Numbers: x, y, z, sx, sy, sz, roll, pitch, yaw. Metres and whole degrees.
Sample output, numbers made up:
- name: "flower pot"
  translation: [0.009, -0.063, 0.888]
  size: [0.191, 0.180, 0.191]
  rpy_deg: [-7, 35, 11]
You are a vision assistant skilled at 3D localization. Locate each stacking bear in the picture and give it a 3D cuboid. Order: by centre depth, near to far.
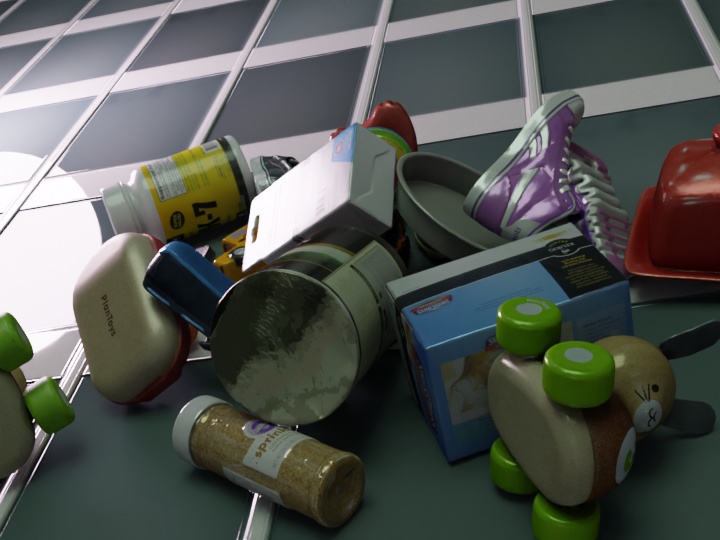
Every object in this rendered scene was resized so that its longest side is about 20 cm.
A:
- name: "stacking bear"
  translation: [0.015, -0.128, 1.407]
  size: [0.121, 0.114, 0.200]
  rpy_deg: [-28, 15, 17]

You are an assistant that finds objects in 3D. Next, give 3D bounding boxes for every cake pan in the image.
- name: "cake pan"
  translation: [0.122, -0.063, 1.252]
  size: [0.199, 0.037, 0.201]
  rpy_deg: [23, 29, -14]

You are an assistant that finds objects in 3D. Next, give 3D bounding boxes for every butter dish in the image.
- name: "butter dish"
  translation: [0.388, -0.085, 1.146]
  size: [0.198, 0.149, 0.200]
  rpy_deg: [5, 35, 19]

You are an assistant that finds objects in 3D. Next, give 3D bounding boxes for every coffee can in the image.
- name: "coffee can"
  translation: [-0.041, 0.047, 1.067]
  size: [0.145, 0.148, 0.200]
  rpy_deg: [-4, 12, 18]

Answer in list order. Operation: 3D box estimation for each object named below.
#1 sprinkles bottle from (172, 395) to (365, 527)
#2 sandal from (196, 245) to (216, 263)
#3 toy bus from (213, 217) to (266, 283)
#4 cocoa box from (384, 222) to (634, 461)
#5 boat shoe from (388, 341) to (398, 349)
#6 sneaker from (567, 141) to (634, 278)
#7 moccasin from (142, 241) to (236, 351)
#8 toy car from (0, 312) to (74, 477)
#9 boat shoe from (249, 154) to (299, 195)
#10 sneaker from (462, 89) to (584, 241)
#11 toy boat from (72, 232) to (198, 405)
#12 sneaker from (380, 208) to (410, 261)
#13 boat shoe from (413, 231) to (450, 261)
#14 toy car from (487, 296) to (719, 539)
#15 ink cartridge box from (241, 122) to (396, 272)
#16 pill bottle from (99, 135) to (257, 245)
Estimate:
- name: "sprinkles bottle"
  translation: [-0.088, 0.173, 1.007]
  size: [0.199, 0.069, 0.068]
  rpy_deg: [14, 40, 40]
- name: "sandal"
  translation: [-0.272, 0.010, 1.357]
  size: [0.198, 0.043, 0.076]
  rpy_deg: [-18, 32, 21]
- name: "toy bus"
  translation: [-0.104, -0.034, 1.375]
  size: [0.199, 0.066, 0.078]
  rpy_deg: [-33, 34, -30]
- name: "cocoa box"
  translation: [0.143, 0.064, 1.023]
  size: [0.198, 0.135, 0.131]
  rpy_deg: [-18, 30, -7]
- name: "boat shoe"
  translation: [0.083, 0.036, 1.174]
  size: [0.199, 0.061, 0.072]
  rpy_deg: [-11, 29, 7]
- name: "sneaker"
  translation: [0.255, -0.052, 1.244]
  size: [0.089, 0.080, 0.201]
  rpy_deg: [-46, 36, 31]
- name: "moccasin"
  translation: [-0.144, 0.056, 1.154]
  size: [0.068, 0.200, 0.080]
  rpy_deg: [-45, 0, 16]
- name: "toy car"
  translation: [-0.412, 0.122, 1.161]
  size: [0.163, 0.159, 0.200]
  rpy_deg: [-30, 20, -8]
- name: "boat shoe"
  translation: [-0.111, -0.128, 1.503]
  size: [0.067, 0.072, 0.200]
  rpy_deg: [-22, 12, -2]
- name: "sneaker"
  translation: [0.216, -0.106, 1.210]
  size: [0.114, 0.073, 0.201]
  rpy_deg: [33, 71, 21]
- name: "toy boat"
  translation: [-0.238, 0.056, 1.233]
  size: [0.130, 0.130, 0.201]
  rpy_deg: [-37, 57, 22]
- name: "sneaker"
  translation: [0.000, 0.000, 1.281]
  size: [0.078, 0.076, 0.200]
  rpy_deg: [-15, 21, 25]
- name: "boat shoe"
  translation: [0.093, -0.084, 1.362]
  size: [0.071, 0.077, 0.201]
  rpy_deg: [-14, 30, -2]
- name: "toy car"
  translation: [0.219, 0.111, 0.904]
  size: [0.198, 0.166, 0.158]
  rpy_deg: [-9, 27, -17]
- name: "ink cartridge box"
  translation: [-0.049, -0.068, 1.262]
  size: [0.199, 0.066, 0.117]
  rpy_deg: [-31, 43, 41]
- name: "pill bottle"
  translation: [-0.251, -0.102, 1.509]
  size: [0.198, 0.115, 0.114]
  rpy_deg: [-22, 30, -12]
